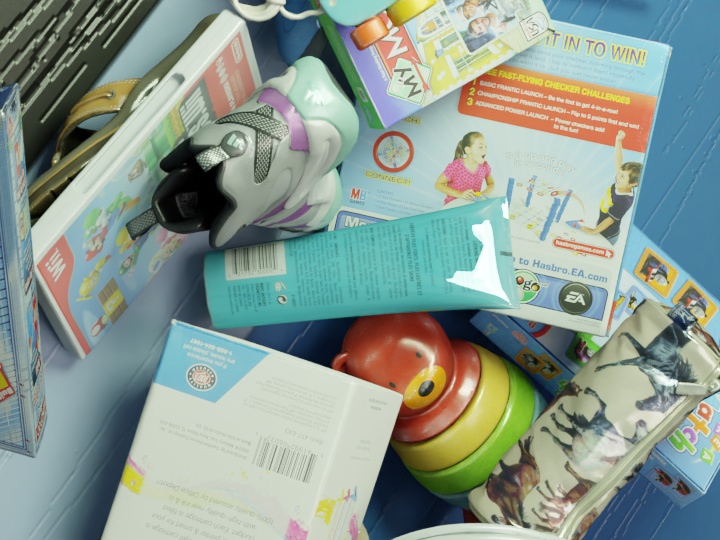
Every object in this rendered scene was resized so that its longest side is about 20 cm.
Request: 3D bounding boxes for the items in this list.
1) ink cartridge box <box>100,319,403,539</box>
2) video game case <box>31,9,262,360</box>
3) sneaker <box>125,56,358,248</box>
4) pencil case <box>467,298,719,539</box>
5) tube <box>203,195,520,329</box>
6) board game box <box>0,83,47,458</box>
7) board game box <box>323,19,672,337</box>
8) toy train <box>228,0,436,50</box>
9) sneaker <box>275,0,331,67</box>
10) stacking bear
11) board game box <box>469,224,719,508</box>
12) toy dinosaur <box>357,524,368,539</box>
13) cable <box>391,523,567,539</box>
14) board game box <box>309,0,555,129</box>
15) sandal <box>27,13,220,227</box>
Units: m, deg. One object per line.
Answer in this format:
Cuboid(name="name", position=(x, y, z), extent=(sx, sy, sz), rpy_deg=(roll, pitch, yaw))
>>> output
Cuboid(name="ink cartridge box", position=(-0.074, 0.150, 1.335), extent=(0.125, 0.128, 0.200), rpy_deg=(24, 85, -74))
Cuboid(name="video game case", position=(-0.128, -0.051, 1.305), extent=(0.200, 0.017, 0.143), rpy_deg=(-51, 160, -17))
Cuboid(name="sneaker", position=(-0.082, -0.050, 1.302), extent=(0.140, 0.200, 0.078), rpy_deg=(-31, 75, -16))
Cuboid(name="pencil case", position=(0.159, 0.110, 1.391), extent=(0.200, 0.089, 0.078), rpy_deg=(-48, 118, -1))
Cuboid(name="tube", position=(0.000, 0.000, 1.367), extent=(0.199, 0.050, 0.078), rpy_deg=(-7, 75, 4))
Cuboid(name="board game box", position=(-0.258, 0.020, 1.187), extent=(0.200, 0.062, 0.200), rpy_deg=(-15, 109, 5))
Cuboid(name="board game box", position=(0.088, -0.072, 1.409), extent=(0.199, 0.056, 0.196), rpy_deg=(13, 91, 5))
Cuboid(name="toy train", position=(-0.001, -0.236, 1.270), extent=(0.150, 0.056, 0.200), rpy_deg=(19, 101, 5))
Cuboid(name="sneaker", position=(-0.038, -0.230, 1.348), extent=(0.078, 0.066, 0.201), rpy_deg=(12, 93, -21))
Cuboid(name="stacking bear", position=(0.063, 0.097, 1.455), extent=(0.121, 0.114, 0.200), rpy_deg=(-44, 124, 4))
Cuboid(name="board game box", position=(0.191, 0.049, 1.503), extent=(0.200, 0.037, 0.151), rpy_deg=(41, 50, -2))
Cuboid(name="toy dinosaur", position=(-0.008, 0.262, 1.457), extent=(0.135, 0.086, 0.201), rpy_deg=(-15, 103, -28))
Cuboid(name="cable", position=(0.078, 0.244, 1.358), extent=(0.200, 0.200, 0.069), rpy_deg=(23, 42, -21))
Cuboid(name="board game box", position=(0.024, -0.207, 1.323), extent=(0.134, 0.029, 0.200), rpy_deg=(-31, 106, -15))
Cuboid(name="sandal", position=(-0.148, -0.092, 1.304), extent=(0.200, 0.055, 0.082), rpy_deg=(-50, 159, -18))
